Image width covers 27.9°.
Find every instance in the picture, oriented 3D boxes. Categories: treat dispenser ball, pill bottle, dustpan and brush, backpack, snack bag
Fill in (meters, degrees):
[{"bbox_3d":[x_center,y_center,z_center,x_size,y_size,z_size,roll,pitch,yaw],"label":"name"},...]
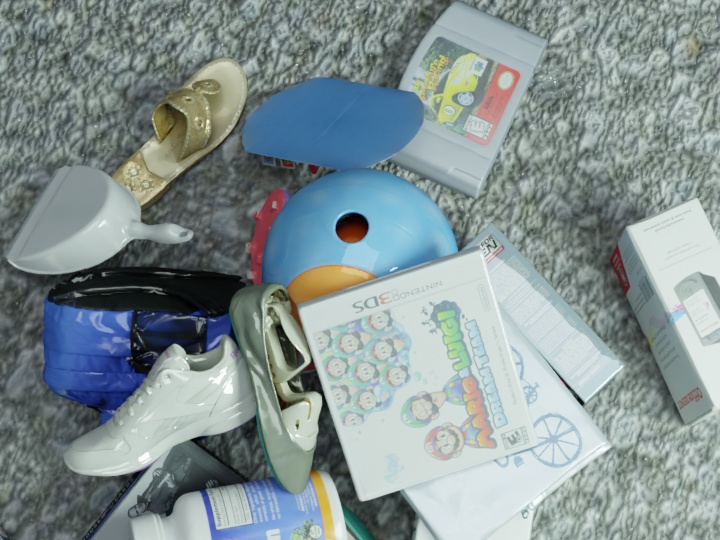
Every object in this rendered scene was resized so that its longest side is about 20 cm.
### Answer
[{"bbox_3d":[0.000,0.000,1.448,0.198,0.201,0.204,0,76,1],"label":"treat dispenser ball"},{"bbox_3d":[-0.119,0.263,1.397,0.197,0.112,0.113,-9,76,-14],"label":"pill bottle"},{"bbox_3d":[-0.262,-0.048,1.523,0.198,0.057,0.141,-2,51,35],"label":"dustpan and brush"},{"bbox_3d":[-0.226,0.084,1.479,0.197,0.163,0.170,6,97,0],"label":"backpack"},{"bbox_3d":[0.111,0.158,1.408,0.199,0.021,0.189,-38,77,-4],"label":"snack bag"}]

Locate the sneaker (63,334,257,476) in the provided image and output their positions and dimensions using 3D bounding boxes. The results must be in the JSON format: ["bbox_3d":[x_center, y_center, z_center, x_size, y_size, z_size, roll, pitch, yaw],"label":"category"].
[{"bbox_3d":[-0.194,0.125,1.374,0.198,0.075,0.101,-24,112,-9],"label":"sneaker"}]

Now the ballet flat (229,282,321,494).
[{"bbox_3d":[-0.070,0.109,1.358,0.063,0.067,0.202,-16,89,28],"label":"ballet flat"}]

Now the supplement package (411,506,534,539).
[{"bbox_3d":[0.119,0.212,1.465,0.115,0.117,0.203,8,77,2],"label":"supplement package"}]

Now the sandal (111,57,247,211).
[{"bbox_3d":[-0.198,-0.155,1.582,0.077,0.070,0.212,38,80,9],"label":"sandal"}]

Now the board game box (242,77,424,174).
[{"bbox_3d":[-0.026,-0.145,1.562,0.198,0.039,0.158,13,43,27],"label":"board game box"}]

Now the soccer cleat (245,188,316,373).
[{"bbox_3d":[-0.078,0.013,1.552,0.076,0.067,0.203,12,68,-29],"label":"soccer cleat"}]

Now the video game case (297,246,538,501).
[{"bbox_3d":[0.055,0.099,1.360,0.180,0.024,0.202,-18,104,1],"label":"video game case"}]

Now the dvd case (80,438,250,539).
[{"bbox_3d":[-0.193,0.275,1.450,0.150,0.025,0.201,40,88,-25],"label":"dvd case"}]

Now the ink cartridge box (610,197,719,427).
[{"bbox_3d":[0.339,0.045,1.487,0.085,0.148,0.202,-24,78,-3],"label":"ink cartridge box"}]

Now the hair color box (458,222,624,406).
[{"bbox_3d":[0.180,0.052,1.512,0.061,0.099,0.200,-40,79,-8],"label":"hair color box"}]

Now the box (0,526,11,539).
[{"bbox_3d":[-0.368,0.377,1.474,0.136,0.038,0.200,-39,79,-8],"label":"box"}]

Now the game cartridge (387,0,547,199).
[{"bbox_3d":[0.110,-0.194,1.605,0.132,0.041,0.202,23,78,10],"label":"game cartridge"}]

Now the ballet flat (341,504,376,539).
[{"bbox_3d":[0.016,0.316,1.448,0.069,0.070,0.200,-42,51,-8],"label":"ballet flat"}]
